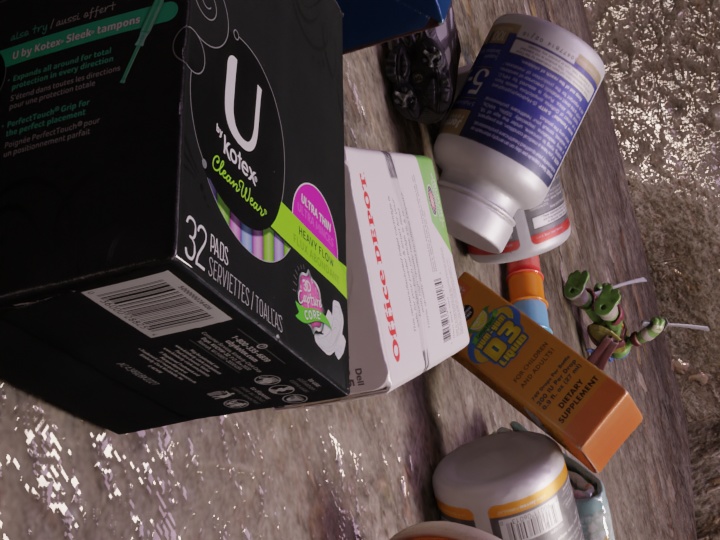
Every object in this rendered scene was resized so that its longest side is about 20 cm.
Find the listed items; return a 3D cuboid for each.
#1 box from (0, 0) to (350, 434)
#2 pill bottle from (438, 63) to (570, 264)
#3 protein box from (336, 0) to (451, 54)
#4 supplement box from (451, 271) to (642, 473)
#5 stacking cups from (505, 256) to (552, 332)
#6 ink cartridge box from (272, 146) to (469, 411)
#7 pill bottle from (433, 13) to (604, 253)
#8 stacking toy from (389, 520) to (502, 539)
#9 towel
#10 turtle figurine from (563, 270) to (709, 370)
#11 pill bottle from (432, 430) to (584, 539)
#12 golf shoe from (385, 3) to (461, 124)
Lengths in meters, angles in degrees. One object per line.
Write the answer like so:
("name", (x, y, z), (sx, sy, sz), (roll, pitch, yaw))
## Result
("box", (-0.086, -0.054, 0.459), (0.149, 0.123, 0.203), (46, 37, -56))
("pill bottle", (0.148, -0.119, 1.151), (0.116, 0.114, 0.203), (-44, 122, -67))
("protein box", (-0.018, -0.280, 0.751), (0.201, 0.133, 0.200), (-71, 144, -55))
("supplement box", (0.145, 0.085, 0.943), (0.199, 0.067, 0.069), (38, -6, 40))
("stacking cups", (0.199, 0.060, 1.293), (0.061, 0.060, 0.203), (50, 31, -53))
("ink cartridge box", (0.000, 0.000, 0.726), (0.200, 0.083, 0.148), (-11, 89, -71))
("pill bottle", (0.137, -0.126, 1.025), (0.202, 0.119, 0.120), (-63, 152, -5))
("stacking toy", (0.041, 0.275, 0.682), (0.200, 0.144, 0.148), (-52, 130, -42))
("towel", (0.193, 0.252, 1.048), (0.200, 0.048, 0.173), (-144, -145, -69))
("turtle figurine", (0.425, 0.053, 1.762), (0.194, 0.198, 0.145), (39, 28, -48))
("pill bottle", (0.138, 0.250, 0.926), (0.116, 0.115, 0.203), (-47, 124, -66))
("golf shoe", (0.056, -0.240, 1.039), (0.094, 0.077, 0.203), (5, 85, -74))
